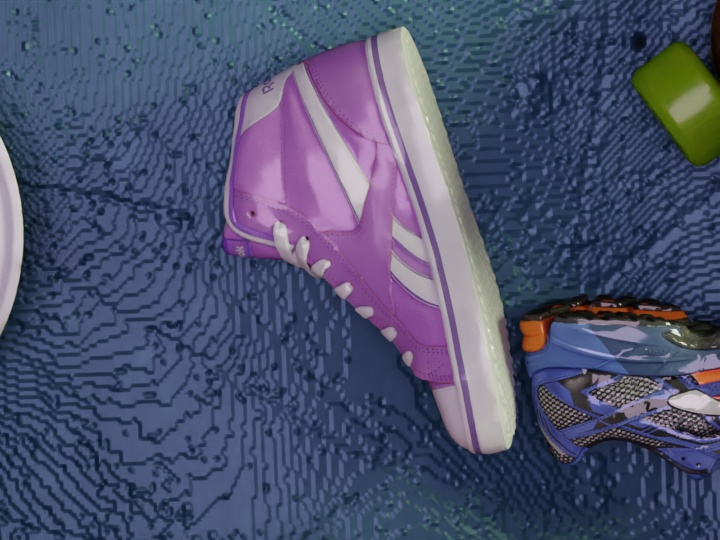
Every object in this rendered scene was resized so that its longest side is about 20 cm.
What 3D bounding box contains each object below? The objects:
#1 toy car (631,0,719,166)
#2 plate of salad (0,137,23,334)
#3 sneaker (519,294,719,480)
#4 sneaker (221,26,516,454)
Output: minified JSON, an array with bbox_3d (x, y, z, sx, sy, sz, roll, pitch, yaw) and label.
[{"bbox_3d":[0.222,-0.081,1.297,0.164,0.200,0.158,-37,89,4],"label":"toy car"},{"bbox_3d":[-0.250,-0.020,1.413,0.199,0.048,0.201,1,96,14],"label":"plate of salad"},{"bbox_3d":[0.172,0.057,1.378,0.199,0.075,0.079,4,101,12],"label":"sneaker"},{"bbox_3d":[0.000,0.000,1.387,0.114,0.073,0.201,-19,80,9],"label":"sneaker"}]
